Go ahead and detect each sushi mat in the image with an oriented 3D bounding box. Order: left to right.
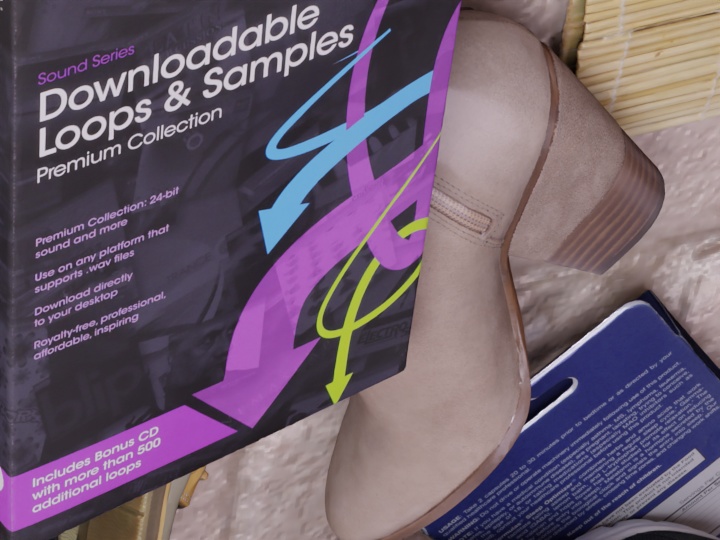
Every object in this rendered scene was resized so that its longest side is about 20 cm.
[{"bbox_3d":[0.155,-0.095,0.837,0.199,0.012,0.096,-13,134,-20],"label":"sushi mat"}]

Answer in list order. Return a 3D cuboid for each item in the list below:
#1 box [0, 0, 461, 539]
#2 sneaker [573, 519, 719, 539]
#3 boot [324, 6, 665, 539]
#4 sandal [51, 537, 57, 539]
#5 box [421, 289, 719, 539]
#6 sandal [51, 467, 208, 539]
[{"bbox_3d":[-0.040,-0.027,0.667,0.142,0.036,0.201,-24,139,-29],"label":"box"},{"bbox_3d":[0.081,0.137,0.900,0.199,0.084,0.075,-1,98,-29],"label":"sneaker"},{"bbox_3d":[0.000,0.000,0.806,0.146,0.070,0.200,20,117,-35],"label":"boot"},{"bbox_3d":[-0.131,0.080,0.789,0.048,0.075,0.202,-30,140,-48],"label":"sandal"},{"bbox_3d":[0.097,0.082,0.960,0.121,0.032,0.200,-38,139,7],"label":"box"},{"bbox_3d":[-0.077,0.046,0.801,0.054,0.080,0.201,-30,148,-46],"label":"sandal"}]
